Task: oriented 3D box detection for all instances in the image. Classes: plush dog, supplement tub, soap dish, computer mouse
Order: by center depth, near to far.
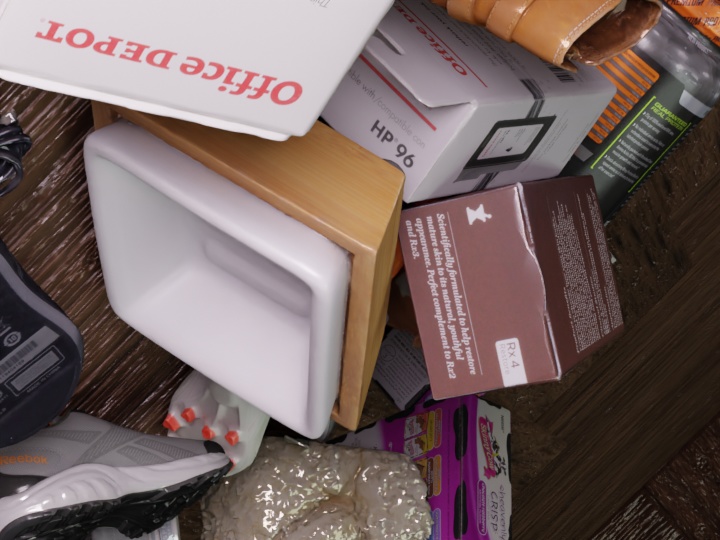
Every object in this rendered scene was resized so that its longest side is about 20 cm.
[{"bbox_3d":[-0.190,0.012,0.789,0.138,0.053,0.200,-37,147,-12],"label":"computer mouse"},{"bbox_3d":[-0.054,-0.012,0.858,0.081,0.157,0.200,-53,166,-25],"label":"soap dish"},{"bbox_3d":[0.144,-0.106,1.084,0.200,0.123,0.122,-49,160,15],"label":"supplement tub"},{"bbox_3d":[-0.065,0.206,1.218,0.160,0.199,0.173,14,80,-40],"label":"plush dog"}]

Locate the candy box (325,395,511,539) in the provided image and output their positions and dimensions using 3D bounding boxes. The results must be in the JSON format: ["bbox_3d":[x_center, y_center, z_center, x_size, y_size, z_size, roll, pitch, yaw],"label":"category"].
[{"bbox_3d":[0.024,0.188,1.306,0.061,0.137,0.199,27,143,-37],"label":"candy box"}]

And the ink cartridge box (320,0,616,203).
[{"bbox_3d":[0.034,-0.101,0.887,0.200,0.116,0.068,-12,142,-55],"label":"ink cartridge box"}]

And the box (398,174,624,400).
[{"bbox_3d":[0.087,0.004,0.936,0.075,0.101,0.200,-12,180,17],"label":"box"}]

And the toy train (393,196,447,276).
[{"bbox_3d":[0.000,0.000,1.038,0.116,0.084,0.200,-59,166,-4],"label":"toy train"}]

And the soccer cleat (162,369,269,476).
[{"bbox_3d":[-0.076,0.067,1.097,0.078,0.069,0.200,-47,167,-36],"label":"soccer cleat"}]

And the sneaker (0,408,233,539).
[{"bbox_3d":[-0.149,0.114,1.014,0.074,0.080,0.200,-41,158,24],"label":"sneaker"}]

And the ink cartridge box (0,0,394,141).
[{"bbox_3d":[-0.042,-0.156,0.605,0.146,0.083,0.200,10,129,-36],"label":"ink cartridge box"}]

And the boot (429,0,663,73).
[{"bbox_3d":[0.032,-0.138,0.746,0.200,0.155,0.074,-27,155,-38],"label":"boot"}]

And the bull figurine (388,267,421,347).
[{"bbox_3d":[0.064,0.019,1.123,0.121,0.200,0.066,13,94,-23],"label":"bull figurine"}]

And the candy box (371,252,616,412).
[{"bbox_3d":[0.105,0.032,1.382,0.200,0.061,0.136,-45,160,7],"label":"candy box"}]

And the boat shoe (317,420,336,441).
[{"bbox_3d":[-0.031,0.063,1.195,0.075,0.065,0.202,-58,170,-16],"label":"boat shoe"}]

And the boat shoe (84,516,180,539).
[{"bbox_3d":[-0.160,0.194,1.192,0.068,0.072,0.200,-5,168,-9],"label":"boat shoe"}]
